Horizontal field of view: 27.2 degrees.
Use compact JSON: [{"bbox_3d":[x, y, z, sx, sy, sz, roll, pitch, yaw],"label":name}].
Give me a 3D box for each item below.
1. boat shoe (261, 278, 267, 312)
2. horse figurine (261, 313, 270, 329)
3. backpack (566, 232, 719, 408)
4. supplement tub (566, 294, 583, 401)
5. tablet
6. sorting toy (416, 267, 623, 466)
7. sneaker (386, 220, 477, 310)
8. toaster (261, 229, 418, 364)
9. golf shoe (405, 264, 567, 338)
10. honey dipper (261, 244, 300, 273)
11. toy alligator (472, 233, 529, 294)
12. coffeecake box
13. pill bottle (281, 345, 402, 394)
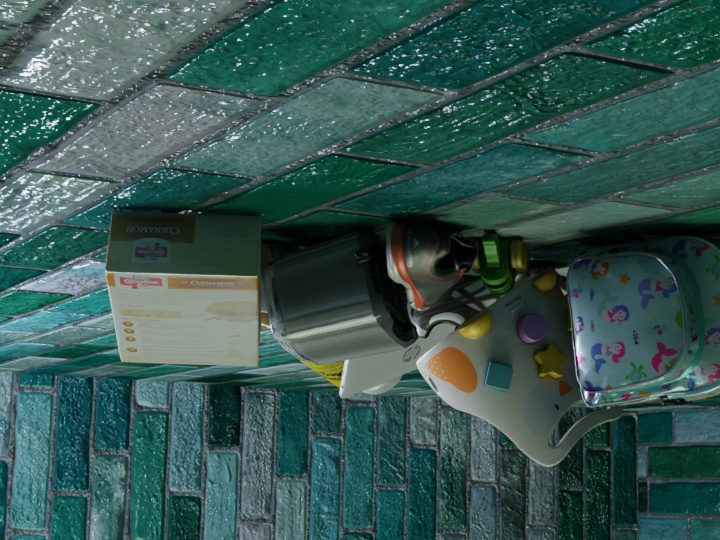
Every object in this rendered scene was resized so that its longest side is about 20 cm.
[{"bbox_3d":[-0.160,0.007,1.678,0.198,0.073,0.066,6,175,-24],"label":"boat shoe"},{"bbox_3d":[-0.149,0.063,1.948,0.198,0.051,0.132,-5,177,-19],"label":"horse figurine"},{"bbox_3d":[0.314,0.050,1.531,0.198,0.180,0.150,-8,173,31],"label":"backpack"},{"bbox_3d":[0.299,0.098,1.940,0.198,0.146,0.144,-6,169,41],"label":"supplement tub"},{"bbox_3d":[0.064,0.085,1.856,0.198,0.014,0.131,-19,139,-29],"label":"tablet"},{"bbox_3d":[0.198,0.111,1.630,0.199,0.181,0.107,-32,173,-25],"label":"sorting toy"},{"bbox_3d":[0.086,-0.004,1.548,0.081,0.078,0.200,-5,170,16],"label":"sneaker"},{"bbox_3d":[-0.023,0.032,1.587,0.128,0.115,0.200,-15,163,11],"label":"toaster"},{"bbox_3d":[0.153,0.041,1.768,0.197,0.096,0.078,-2,170,14],"label":"golf shoe"},{"bbox_3d":[-0.027,-0.007,1.694,0.198,0.039,0.038,2,173,-34],"label":"honey dipper"},{"bbox_3d":[0.155,0.002,1.632,0.059,0.055,0.200,0,171,13],"label":"toy alligator"},{"bbox_3d":[-0.180,0.022,1.553,0.151,0.074,0.201,2,150,-3],"label":"coffeecake box"},{"bbox_3d":[-0.019,0.086,1.886,0.111,0.114,0.200,-3,156,28],"label":"pill bottle"}]
